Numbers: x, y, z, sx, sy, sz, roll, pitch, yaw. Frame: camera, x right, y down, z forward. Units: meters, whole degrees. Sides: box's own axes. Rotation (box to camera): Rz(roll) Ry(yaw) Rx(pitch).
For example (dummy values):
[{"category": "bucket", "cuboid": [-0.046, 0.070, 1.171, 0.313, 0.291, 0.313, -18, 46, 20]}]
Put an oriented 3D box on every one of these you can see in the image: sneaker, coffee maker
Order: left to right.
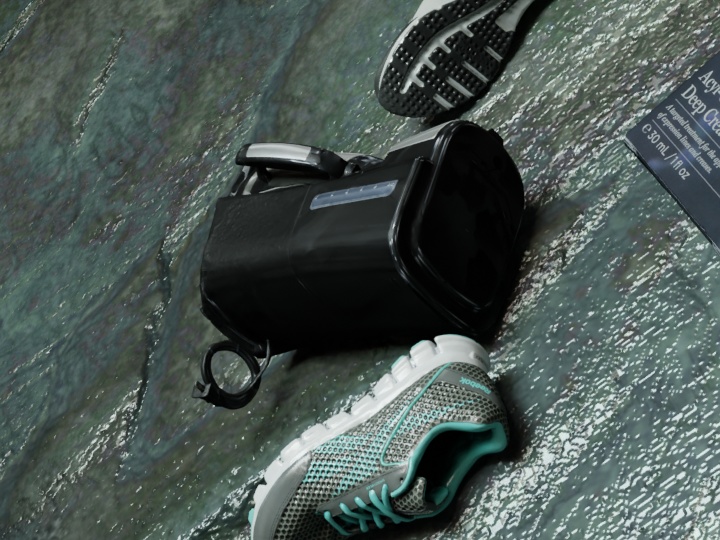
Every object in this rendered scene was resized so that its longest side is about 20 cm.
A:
[{"category": "coffee maker", "cuboid": [0.000, 0.000, 1.540, 0.200, 0.134, 0.193, -6, 76, 45]}, {"category": "sneaker", "cuboid": [0.013, 0.130, 1.429, 0.200, 0.078, 0.091, -44, 39, 8]}, {"category": "sneaker", "cuboid": [0.082, -0.192, 1.681, 0.200, 0.074, 0.080, -48, 20, -8]}]

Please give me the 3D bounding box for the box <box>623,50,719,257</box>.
[{"category": "box", "cuboid": [0.280, -0.079, 1.312, 0.200, 0.107, 0.149, -42, 35, 8]}]
